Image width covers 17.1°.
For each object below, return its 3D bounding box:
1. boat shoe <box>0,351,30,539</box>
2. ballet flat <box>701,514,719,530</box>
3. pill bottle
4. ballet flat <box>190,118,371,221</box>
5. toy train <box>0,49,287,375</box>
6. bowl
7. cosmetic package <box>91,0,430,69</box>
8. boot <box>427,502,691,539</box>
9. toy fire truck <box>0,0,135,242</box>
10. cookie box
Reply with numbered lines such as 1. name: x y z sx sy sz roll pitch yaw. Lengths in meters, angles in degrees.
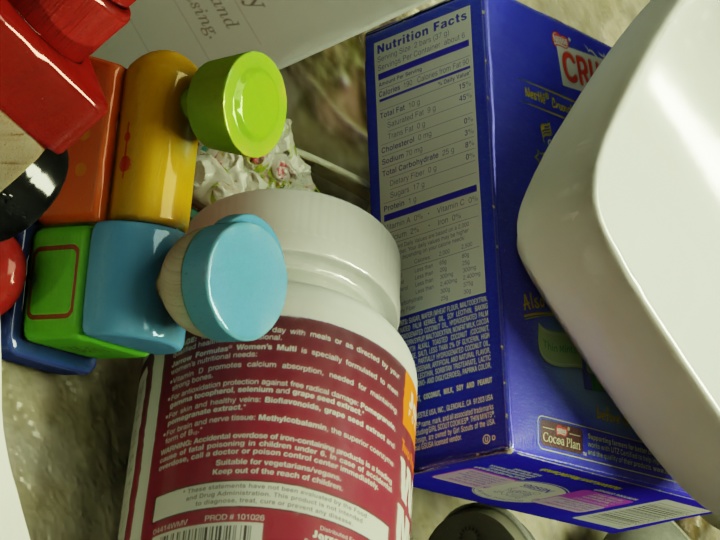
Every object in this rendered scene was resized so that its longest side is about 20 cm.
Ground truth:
1. boat shoe: -0.151 0.068 0.773 0.068 0.072 0.201 10 66 -39
2. ballet flat: 0.162 0.053 1.297 0.069 0.069 0.201 9 61 -56
3. pill bottle: -0.034 0.074 0.911 0.110 0.109 0.201 41 41 -39
4. ballet flat: 0.000 0.000 1.038 0.200 0.076 0.064 43 77 -38
5. toy train: -0.077 -0.064 0.881 0.085 0.115 0.201 21 71 -52
6. bowl: 0.146 -0.007 0.993 0.200 0.075 0.200 53 45 -19
7. cosmetic package: -0.028 -0.191 0.988 0.168 0.200 0.166 60 32 -15
8. boot: 0.109 0.157 1.129 0.200 0.072 0.182 -36 118 -52
9. toy fire truck: -0.108 -0.141 0.796 0.129 0.200 0.176 44 12 -37
10. cookie box: 0.083 0.000 1.039 0.171 0.075 0.201 18 63 -47
